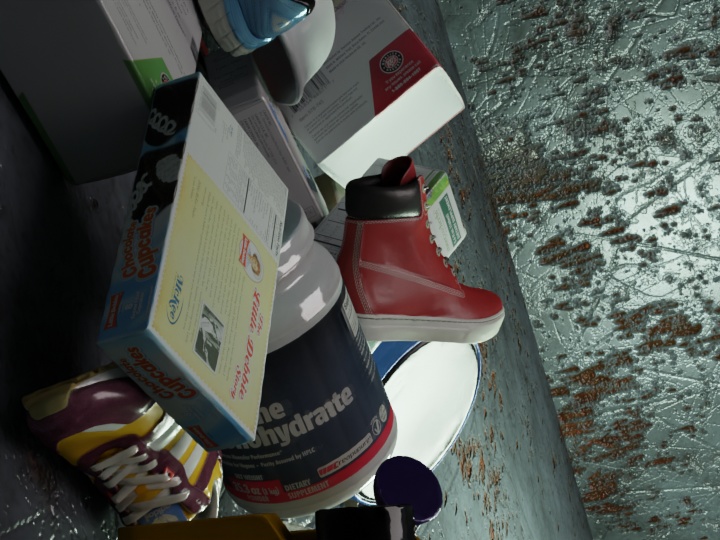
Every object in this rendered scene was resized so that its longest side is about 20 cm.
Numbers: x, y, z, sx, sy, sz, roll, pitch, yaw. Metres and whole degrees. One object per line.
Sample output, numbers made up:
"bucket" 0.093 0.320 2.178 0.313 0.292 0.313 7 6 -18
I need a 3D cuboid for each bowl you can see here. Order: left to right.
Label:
"bowl" -0.081 -0.246 1.113 0.201 0.090 0.201 49 -13 15
"bowl" 0.040 0.128 1.220 0.200 0.039 0.201 -32 137 -35

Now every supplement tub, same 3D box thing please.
"supplement tub" -0.064 0.064 0.949 0.141 0.140 0.201 -80 152 -61

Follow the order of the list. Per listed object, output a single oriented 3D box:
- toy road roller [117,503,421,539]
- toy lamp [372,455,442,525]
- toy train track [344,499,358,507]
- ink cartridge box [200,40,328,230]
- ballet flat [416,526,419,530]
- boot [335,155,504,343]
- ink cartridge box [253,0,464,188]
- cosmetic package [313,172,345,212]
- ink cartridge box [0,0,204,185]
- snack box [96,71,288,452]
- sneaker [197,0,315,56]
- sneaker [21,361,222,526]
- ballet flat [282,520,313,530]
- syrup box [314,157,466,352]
"toy road roller" -0.047 0.206 0.775 0.146 0.199 0.124 82 3 -79
"toy lamp" -0.006 0.206 0.956 0.058 0.200 0.058 17 46 -19
"toy train track" -0.029 0.138 1.254 0.115 0.032 0.201 -72 144 -67
"ink cartridge box" -0.085 -0.121 1.172 0.177 0.045 0.200 -111 177 -47
"ballet flat" 0.035 0.186 1.396 0.073 0.073 0.201 39 36 -68
"boot" 0.057 -0.017 1.073 0.199 0.072 0.145 4 97 -47
"ink cartridge box" -0.024 -0.203 1.252 0.200 0.145 0.145 54 7 15
"cosmetic package" -0.021 0.017 1.272 0.105 0.071 0.201 53 18 -53
"ink cartridge box" -0.173 -0.178 0.876 0.201 0.084 0.147 -90 161 -51
"snack box" -0.094 -0.008 0.783 0.116 0.037 0.201 54 30 -42
"sneaker" -0.090 -0.254 0.927 0.079 0.089 0.201 -92 161 -50
"sneaker" -0.128 0.112 0.778 0.200 0.075 0.091 33 38 -69
"ballet flat" -0.017 0.260 1.106 0.200 0.071 0.072 58 22 -51
"syrup box" 0.000 0.000 1.127 0.200 0.081 0.079 -51 137 -29
